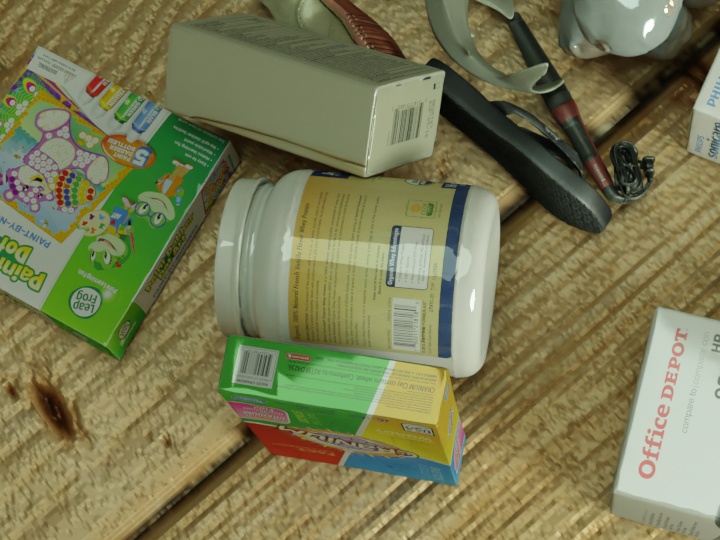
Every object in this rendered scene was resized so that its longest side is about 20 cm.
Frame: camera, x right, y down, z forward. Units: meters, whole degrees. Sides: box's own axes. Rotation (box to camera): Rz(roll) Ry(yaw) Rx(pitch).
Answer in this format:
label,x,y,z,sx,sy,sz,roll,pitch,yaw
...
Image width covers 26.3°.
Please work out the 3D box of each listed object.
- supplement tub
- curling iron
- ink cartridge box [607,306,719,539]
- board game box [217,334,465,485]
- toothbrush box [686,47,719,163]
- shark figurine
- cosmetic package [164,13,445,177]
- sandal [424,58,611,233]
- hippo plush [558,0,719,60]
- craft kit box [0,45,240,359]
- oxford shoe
label,x,y,z,sx,sy,sz,roll,pitch,yaw
supplement tub,0.000,0.000,1.160,0.198,0.145,0.146,6,72,9
curling iron,0.173,-0.132,1.249,0.049,0.026,0.201,-22,63,-23
ink cartridge box,0.291,0.125,1.110,0.198,0.084,0.146,14,74,12
board game box,-0.006,0.103,1.096,0.152,0.200,0.041,8,72,11
toothbrush box,0.372,-0.134,1.190,0.199,0.085,0.147,24,76,16
shark figurine,0.081,-0.221,1.246,0.127,0.090,0.216,-14,58,6
cosmetic package,-0.045,-0.141,1.206,0.199,0.103,0.074,20,114,30
sandal,0.126,-0.107,1.217,0.043,0.076,0.200,-43,71,-8
hippo plush,0.210,-0.248,1.176,0.158,0.161,0.202,-20,102,8
craft kit box,-0.233,-0.059,1.267,0.199,0.049,0.199,26,79,15
oxford shoe,-0.020,-0.185,1.280,0.074,0.071,0.201,-42,69,19
